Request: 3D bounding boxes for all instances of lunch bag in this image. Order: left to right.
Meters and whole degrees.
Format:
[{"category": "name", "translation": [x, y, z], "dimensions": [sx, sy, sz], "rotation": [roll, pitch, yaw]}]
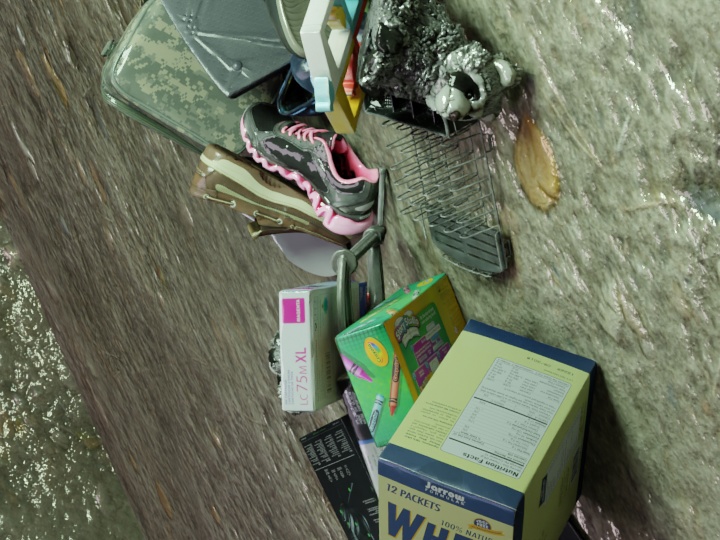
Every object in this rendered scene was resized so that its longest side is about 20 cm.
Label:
[{"category": "lunch bag", "translation": [-0.208, -0.223, 1.739], "dimensions": [0.200, 0.140, 0.168], "rotation": [30, 174, -18]}]

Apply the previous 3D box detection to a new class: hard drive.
[{"category": "hard drive", "translation": [-0.144, -0.294, 1.617], "dimensions": [0.200, 0.135, 0.042], "rotation": [58, 172, 15]}]

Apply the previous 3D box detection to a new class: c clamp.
[{"category": "c clamp", "translation": [0.000, 0.000, 1.519], "dimensions": [0.200, 0.027, 0.171], "rotation": [-55, -36, -67]}]

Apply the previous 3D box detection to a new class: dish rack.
[{"category": "dish rack", "translation": [0.078, -0.087, 1.429], "dimensions": [0.153, 0.054, 0.200], "rotation": [27, 136, 57]}]

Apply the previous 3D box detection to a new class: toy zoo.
[{"category": "toy zoo", "translation": [-0.015, -0.220, 1.336], "dimensions": [0.020, 0.200, 0.131], "rotation": [2, 144, 18]}]

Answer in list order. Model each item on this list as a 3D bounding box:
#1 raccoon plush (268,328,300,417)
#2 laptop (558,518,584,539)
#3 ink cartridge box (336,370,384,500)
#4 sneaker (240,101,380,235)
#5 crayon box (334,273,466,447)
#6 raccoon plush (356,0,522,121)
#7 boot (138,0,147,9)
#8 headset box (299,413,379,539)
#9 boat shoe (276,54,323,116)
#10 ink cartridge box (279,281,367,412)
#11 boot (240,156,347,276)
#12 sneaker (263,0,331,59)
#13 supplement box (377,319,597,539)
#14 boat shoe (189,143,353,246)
[{"category": "raccoon plush", "translation": [-0.034, 0.142, 1.697], "dimensions": [0.200, 0.097, 0.134], "rotation": [40, 155, 35]}, {"category": "laptop", "translation": [0.203, 0.388, 1.543], "dimensions": [0.177, 0.103, 0.200], "rotation": [55, 154, 22]}, {"category": "ink cartridge box", "translation": [0.056, 0.167, 1.555], "dimensions": [0.047, 0.200, 0.198], "rotation": [-17, 99, 23]}, {"category": "sneaker", "translation": [-0.051, -0.134, 1.630], "dimensions": [0.200, 0.079, 0.095], "rotation": [42, 139, 16]}, {"category": "crayon box", "translation": [0.054, 0.088, 1.481], "dimensions": [0.058, 0.200, 0.119], "rotation": [-18, 96, 25]}, {"category": "raccoon plush", "translation": [0.076, -0.223, 1.294], "dimensions": [0.097, 0.134, 0.201], "rotation": [128, 151, -71]}, {"category": "boot", "translation": [-0.241, -0.371, 1.825], "dimensions": [0.200, 0.073, 0.151], "rotation": [40, 145, 56]}, {"category": "headset box", "translation": [0.028, 0.269, 1.817], "dimensions": [0.200, 0.093, 0.174], "rotation": [64, 156, 6]}, {"category": "boat shoe", "translation": [-0.039, -0.210, 1.544], "dimensions": [0.084, 0.069, 0.200], "rotation": [59, 155, 17]}, {"category": "ink cartridge box", "translation": [-0.035, 0.073, 1.493], "dimensions": [0.200, 0.042, 0.120], "rotation": [-9, -81, -72]}, {"category": "boot", "translation": [-0.088, -0.075, 1.787], "dimensions": [0.200, 0.096, 0.074], "rotation": [40, 111, 3]}, {"category": "sneaker", "translation": [-0.074, -0.288, 1.495], "dimensions": [0.106, 0.075, 0.201], "rotation": [135, 131, -56]}, {"category": "supplement box", "translation": [0.120, 0.197, 1.374], "dimensions": [0.134, 0.200, 0.200], "rotation": [18, 135, 21]}, {"category": "boat shoe", "translation": [-0.105, -0.070, 1.682], "dimensions": [0.202, 0.075, 0.075], "rotation": [28, -172, -15]}]
